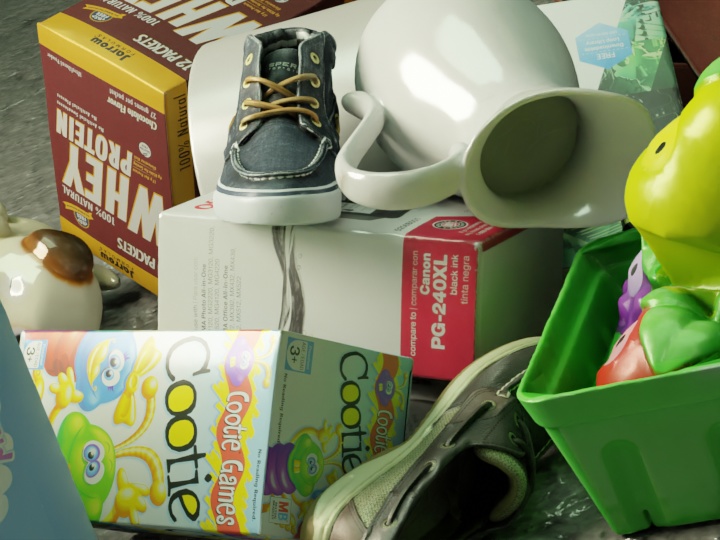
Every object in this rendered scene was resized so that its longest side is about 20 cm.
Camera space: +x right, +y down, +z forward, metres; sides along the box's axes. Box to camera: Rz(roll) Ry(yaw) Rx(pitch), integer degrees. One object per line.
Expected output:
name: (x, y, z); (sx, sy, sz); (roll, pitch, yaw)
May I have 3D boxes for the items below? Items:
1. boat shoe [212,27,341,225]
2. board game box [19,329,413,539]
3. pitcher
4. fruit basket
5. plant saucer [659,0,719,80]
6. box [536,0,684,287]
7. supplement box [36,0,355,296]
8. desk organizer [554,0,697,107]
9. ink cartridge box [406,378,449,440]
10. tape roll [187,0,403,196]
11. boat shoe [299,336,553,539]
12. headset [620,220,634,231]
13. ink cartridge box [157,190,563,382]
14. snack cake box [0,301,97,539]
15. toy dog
boat shoe: (-0.046, -0.084, 1.247); (0.071, 0.091, 0.200); (-1, 14, -1)
board game box: (-0.084, 0.088, 1.168); (0.200, 0.105, 0.103); (-2, -12, 42)
pitcher: (0.048, -0.089, 1.241); (0.171, 0.122, 0.200); (-8, 27, -18)
fruit basket: (0.162, -0.001, 1.088); (0.155, 0.216, 0.216); (-12, 19, 20)
plant saucer: (0.297, -0.163, 1.484); (0.199, 0.200, 0.037); (-27, -13, -20)
box: (0.132, -0.080, 1.385); (0.144, 0.036, 0.201); (-9, 61, 1)
supplement box: (-0.112, -0.118, 1.633); (0.133, 0.198, 0.200); (30, 48, 32)
desk organizer: (0.234, -0.153, 1.540); (0.199, 0.077, 0.072); (0, 15, -12)
ink cartridge box: (0.040, 0.056, 1.291); (0.199, 0.050, 0.161); (-21, 18, 2)
tape roll: (-0.013, -0.071, 1.459); (0.139, 0.203, 0.203); (-15, 19, 15)
boat shoe: (0.057, 0.103, 1.113); (0.066, 0.072, 0.201); (14, 37, 43)
headset: (0.192, -0.031, 1.269); (0.123, 0.094, 0.200); (-40, 44, -25)
ink cartridge box: (0.000, 0.000, 1.274); (0.199, 0.084, 0.145); (6, 15, 23)
snack cake box: (-0.204, 0.110, 1.128); (0.067, 0.201, 0.115); (-33, 23, -35)
toy dog: (-0.252, 0.025, 1.575); (0.193, 0.140, 0.200); (14, 2, -26)
